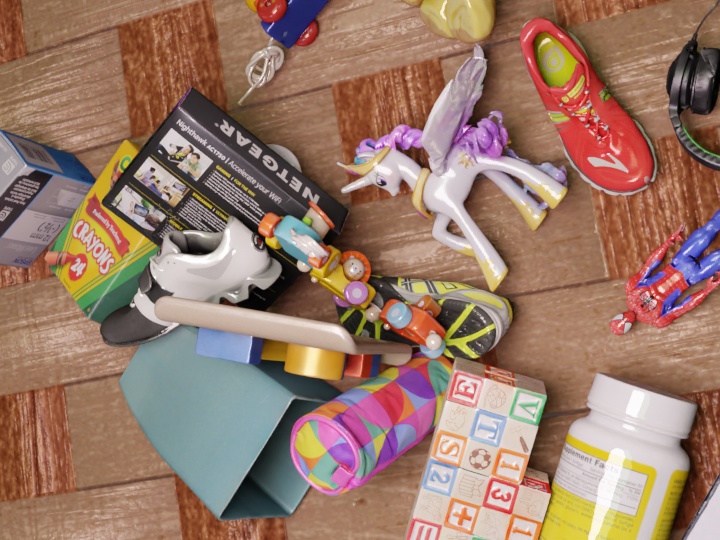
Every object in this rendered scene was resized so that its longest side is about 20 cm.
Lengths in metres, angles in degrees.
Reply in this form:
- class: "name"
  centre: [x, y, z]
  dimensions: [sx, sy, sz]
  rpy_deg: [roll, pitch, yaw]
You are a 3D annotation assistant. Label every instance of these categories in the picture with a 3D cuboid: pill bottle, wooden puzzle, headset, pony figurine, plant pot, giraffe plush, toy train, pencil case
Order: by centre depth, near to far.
- class: "wooden puzzle"
  centre: [-0.066, 0.068, 1.032]
  dimensions: [0.185, 0.200, 0.046]
  rpy_deg: [9, 84, 19]
- class: "pill bottle"
  centre: [0.233, 0.202, 1.045]
  dimensions: [0.114, 0.114, 0.201]
  rpy_deg: [18, 91, 20]
- class: "headset"
  centre: [0.337, -0.191, 1.052]
  dimensions: [0.123, 0.094, 0.201]
  rpy_deg: [-17, 74, 17]
- class: "toy train"
  centre: [0.000, 0.000, 1.062]
  dimensions: [0.056, 0.200, 0.150]
  rpy_deg: [-55, 34, -11]
- class: "pencil case"
  centre: [0.024, 0.140, 1.081]
  dimensions: [0.088, 0.200, 0.089]
  rpy_deg: [15, 114, 36]
- class: "pony figurine"
  centre: [0.099, -0.108, 1.114]
  dimensions: [0.200, 0.167, 0.193]
  rpy_deg: [36, 105, 3]
- class: "giraffe plush"
  centre: [0.128, -0.342, 1.121]
  dimensions: [0.162, 0.200, 0.173]
  rpy_deg: [-29, 60, -19]
- class: "plant pot"
  centre: [-0.138, 0.135, 1.171]
  dimensions: [0.200, 0.141, 0.142]
  rpy_deg: [36, 97, 27]
- class: "toy train"
  centre: [-0.104, -0.289, 1.227]
  dimensions: [0.200, 0.085, 0.116]
  rpy_deg: [-50, 62, 9]

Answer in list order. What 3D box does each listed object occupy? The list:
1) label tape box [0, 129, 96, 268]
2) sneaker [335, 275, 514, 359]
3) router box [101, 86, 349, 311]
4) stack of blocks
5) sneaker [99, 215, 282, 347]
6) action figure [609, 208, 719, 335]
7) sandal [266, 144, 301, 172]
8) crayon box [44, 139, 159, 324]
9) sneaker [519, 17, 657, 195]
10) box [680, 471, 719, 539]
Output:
- class: "label tape box"
  centre: [-0.407, -0.053, 1.274]
  dimensions: [0.066, 0.143, 0.200]
  rpy_deg: [45, 100, 18]
- class: "sneaker"
  centre: [0.061, 0.043, 1.145]
  dimensions: [0.200, 0.076, 0.076]
  rpy_deg: [14, 112, 34]
- class: "router box"
  centre: [-0.134, -0.062, 1.138]
  dimensions: [0.200, 0.051, 0.149]
  rpy_deg: [38, 123, -14]
- class: "stack of blocks"
  centre: [0.115, 0.194, 1.055]
  dimensions: [0.115, 0.059, 0.201]
  rpy_deg: [15, 98, 3]
- class: "sneaker"
  centre: [-0.183, 0.005, 1.120]
  dimensions: [0.200, 0.074, 0.089]
  rpy_deg: [-26, 116, 15]
- class: "action figure"
  centre: [0.312, -0.008, 1.072]
  dimensions: [0.200, 0.052, 0.065]
  rpy_deg: [-44, 78, 13]
- class: "sandal"
  centre: [-0.129, -0.061, 1.228]
  dimensions: [0.206, 0.059, 0.079]
  rpy_deg: [-34, 57, 30]
- class: "crayon box"
  centre: [-0.251, -0.053, 1.249]
  dimensions: [0.200, 0.051, 0.127]
  rpy_deg: [-54, 49, 7]
- class: "sneaker"
  centre: [0.209, -0.157, 1.099]
  dimensions: [0.077, 0.085, 0.200]
  rpy_deg: [-36, 75, 14]
- class: "box"
  centre: [0.361, 0.194, 0.957]
  dimensions: [0.124, 0.197, 0.200]
  rpy_deg: [30, 95, 19]
